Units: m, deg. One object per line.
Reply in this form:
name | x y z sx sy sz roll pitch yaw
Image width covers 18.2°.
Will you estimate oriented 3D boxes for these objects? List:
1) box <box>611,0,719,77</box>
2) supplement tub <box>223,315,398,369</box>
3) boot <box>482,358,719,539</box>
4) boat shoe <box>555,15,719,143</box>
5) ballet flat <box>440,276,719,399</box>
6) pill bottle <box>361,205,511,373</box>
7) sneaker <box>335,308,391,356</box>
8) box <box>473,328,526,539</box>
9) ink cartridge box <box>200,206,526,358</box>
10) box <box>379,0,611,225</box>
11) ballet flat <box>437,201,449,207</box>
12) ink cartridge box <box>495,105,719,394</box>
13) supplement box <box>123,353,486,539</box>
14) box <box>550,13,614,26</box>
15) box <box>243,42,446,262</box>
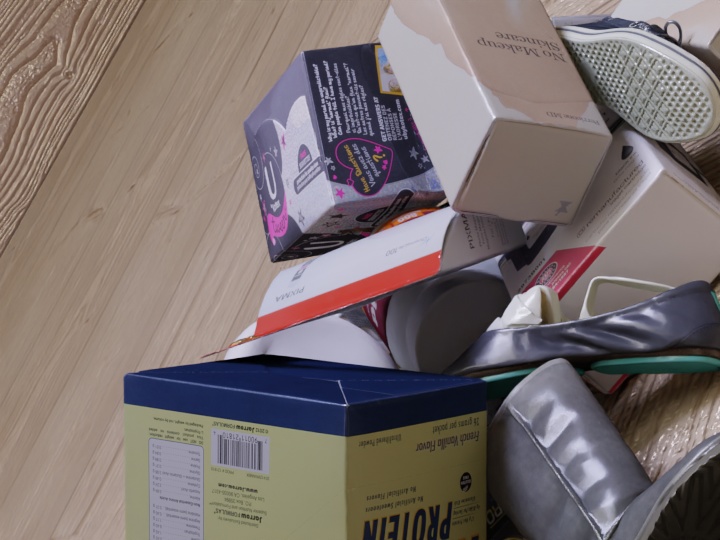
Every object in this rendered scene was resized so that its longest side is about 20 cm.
box | 0.259 -0.169 1.594 0.078 0.095 0.200 -53 16 -1
supplement tub | -0.058 0.141 1.694 0.200 0.144 0.145 118 174 -46
boot | 0.155 0.114 1.325 0.182 0.072 0.200 -49 26 16
boat shoe | 0.194 -0.136 1.528 0.062 0.075 0.200 -19 20 -20
ballet flat | 0.140 0.040 1.442 0.199 0.073 0.073 -9 39 25
pill bottle | 0.066 0.027 1.689 0.114 0.114 0.200 -52 17 5
sneaker | -0.010 0.060 1.894 0.201 0.075 0.082 -57 10 -22
box | 0.057 0.161 1.520 0.200 0.049 0.162 -49 31 18
ink cartridge box | 0.000 0.000 1.518 0.162 0.057 0.200 -20 -6 32
box | 0.088 -0.125 1.530 0.201 0.094 0.078 -112 37 -46
ballet flat | 0.125 -0.049 1.791 0.200 0.074 0.075 -39 23 45
ink cartridge box | 0.171 -0.026 1.567 0.145 0.084 0.200 -50 17 13
supplement box | -0.036 0.165 1.414 0.199 0.134 0.202 5 97 42
box | 0.155 -0.157 1.779 0.200 0.143 0.037 -26 72 57
box | -0.012 -0.094 1.839 0.200 0.114 0.133 142 118 -70
